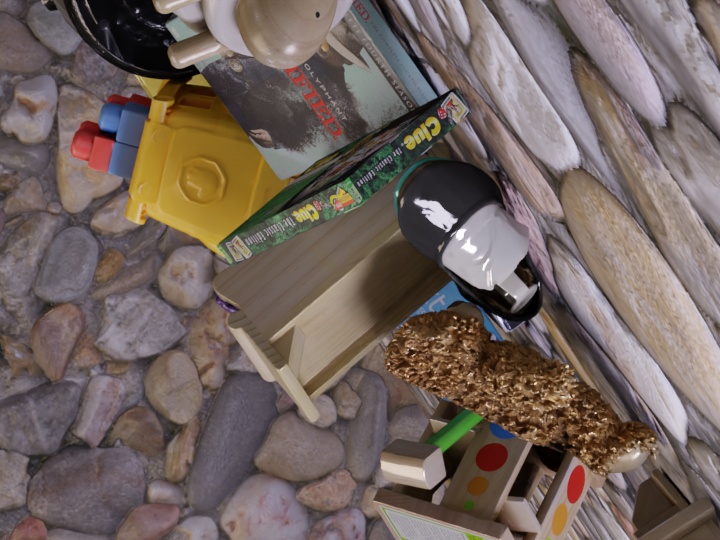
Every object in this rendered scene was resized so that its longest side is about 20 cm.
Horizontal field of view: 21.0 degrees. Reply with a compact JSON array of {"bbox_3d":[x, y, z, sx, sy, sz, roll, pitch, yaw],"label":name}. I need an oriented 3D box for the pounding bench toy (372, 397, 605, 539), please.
[{"bbox_3d":[0.102,0.153,1.595,0.123,0.157,0.201,12,149,33],"label":"pounding bench toy"}]

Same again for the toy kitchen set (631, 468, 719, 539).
[{"bbox_3d":[0.179,0.249,1.330,0.163,0.179,0.201,53,171,42],"label":"toy kitchen set"}]

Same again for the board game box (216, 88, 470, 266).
[{"bbox_3d":[-0.015,-0.058,1.253,0.024,0.105,0.200,51,153,-9],"label":"board game box"}]

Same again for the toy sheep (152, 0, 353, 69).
[{"bbox_3d":[-0.070,-0.196,1.134,0.138,0.137,0.201,62,-177,-59],"label":"toy sheep"}]

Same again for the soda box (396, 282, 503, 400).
[{"bbox_3d":[0.039,0.004,1.546,0.201,0.064,0.068,57,176,1],"label":"soda box"}]

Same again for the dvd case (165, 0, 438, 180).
[{"bbox_3d":[-0.042,-0.141,1.327,0.146,0.022,0.199,54,148,-14],"label":"dvd case"}]

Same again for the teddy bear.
[{"bbox_3d":[0.115,0.079,1.322,0.199,0.067,0.145,27,-179,17],"label":"teddy bear"}]

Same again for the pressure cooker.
[{"bbox_3d":[-0.171,-0.251,1.561,0.176,0.178,0.200,54,176,-20],"label":"pressure cooker"}]

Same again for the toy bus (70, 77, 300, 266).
[{"bbox_3d":[-0.127,-0.098,1.544,0.190,0.137,0.200,15,-162,1],"label":"toy bus"}]

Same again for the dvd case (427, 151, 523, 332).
[{"bbox_3d":[0.053,-0.056,1.538,0.201,0.025,0.150,59,176,-25],"label":"dvd case"}]

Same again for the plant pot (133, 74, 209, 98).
[{"bbox_3d":[-0.156,-0.227,1.829,0.201,0.141,0.200,56,175,7],"label":"plant pot"}]

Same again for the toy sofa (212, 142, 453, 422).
[{"bbox_3d":[0.000,0.000,1.372,0.098,0.200,0.083,45,171,34],"label":"toy sofa"}]

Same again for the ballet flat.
[{"bbox_3d":[0.083,-0.015,1.275,0.068,0.068,0.200,43,-179,26],"label":"ballet flat"}]
